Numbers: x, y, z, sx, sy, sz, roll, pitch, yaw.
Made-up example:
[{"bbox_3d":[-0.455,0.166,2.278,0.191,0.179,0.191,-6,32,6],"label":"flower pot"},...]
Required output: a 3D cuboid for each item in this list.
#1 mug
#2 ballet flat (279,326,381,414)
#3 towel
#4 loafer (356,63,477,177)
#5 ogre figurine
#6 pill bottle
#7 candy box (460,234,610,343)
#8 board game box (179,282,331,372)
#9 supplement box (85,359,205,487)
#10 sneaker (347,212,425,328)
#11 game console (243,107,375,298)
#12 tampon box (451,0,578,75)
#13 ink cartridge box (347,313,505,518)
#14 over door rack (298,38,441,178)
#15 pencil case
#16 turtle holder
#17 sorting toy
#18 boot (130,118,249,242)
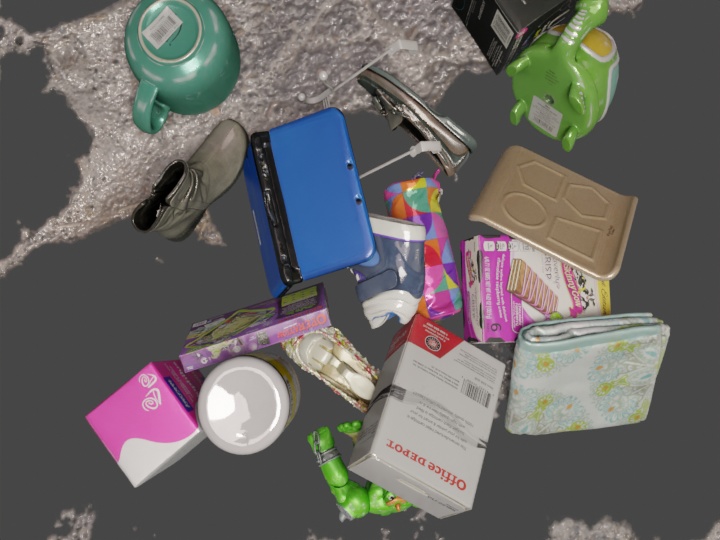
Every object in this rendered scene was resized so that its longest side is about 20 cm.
[{"bbox_3d":[-0.247,-0.292,0.969,0.147,0.114,0.191,-3,85,0],"label":"mug"},{"bbox_3d":[-0.029,0.128,0.957,0.197,0.064,0.077,33,87,4],"label":"ballet flat"},{"bbox_3d":[0.290,0.139,0.912,0.194,0.049,0.175,-5,124,-3],"label":"towel"},{"bbox_3d":[0.070,-0.211,0.984,0.198,0.072,0.064,36,92,1],"label":"loafer"},{"bbox_3d":[0.035,0.260,0.933,0.196,0.098,0.123,3,70,-31],"label":"ogre figurine"},{"bbox_3d":[-0.133,0.160,0.886,0.106,0.200,0.113,0,85,0],"label":"pill bottle"},{"bbox_3d":[0.235,0.025,0.938,0.194,0.061,0.141,-1,85,-18],"label":"candy box"},{"bbox_3d":[-0.137,0.072,0.935,0.195,0.120,0.033,-17,102,0],"label":"board game box"},{"bbox_3d":[-0.245,0.183,0.885,0.103,0.200,0.102,-39,86,-3],"label":"supplement box"},{"bbox_3d":[0.000,0.000,0.939,0.197,0.080,0.151,13,101,38],"label":"sneaker"},{"bbox_3d":[-0.075,-0.084,0.934,0.115,0.171,0.205,-11,81,-18],"label":"game console"},{"bbox_3d":[0.245,-0.396,0.956,0.198,0.150,0.128,-33,85,-2],"label":"tampon box"},{"bbox_3d":[0.087,0.184,0.888,0.142,0.084,0.203,29,55,-8],"label":"ink cartridge box"},{"bbox_3d":[0.000,-0.202,0.938,0.197,0.066,0.152,-16,84,39],"label":"over door rack"},{"bbox_3d":[0.088,-0.032,0.961,0.086,0.088,0.206,-10,87,0],"label":"pencil case"},{"bbox_3d":[0.274,-0.272,0.937,0.132,0.140,0.187,-43,128,-18],"label":"turtle holder"},{"bbox_3d":[0.257,-0.078,0.932,0.196,0.037,0.186,24,46,12],"label":"sorting toy"},{"bbox_3d":[-0.223,-0.126,0.947,0.067,0.131,0.202,32,86,3],"label":"boot"}]
